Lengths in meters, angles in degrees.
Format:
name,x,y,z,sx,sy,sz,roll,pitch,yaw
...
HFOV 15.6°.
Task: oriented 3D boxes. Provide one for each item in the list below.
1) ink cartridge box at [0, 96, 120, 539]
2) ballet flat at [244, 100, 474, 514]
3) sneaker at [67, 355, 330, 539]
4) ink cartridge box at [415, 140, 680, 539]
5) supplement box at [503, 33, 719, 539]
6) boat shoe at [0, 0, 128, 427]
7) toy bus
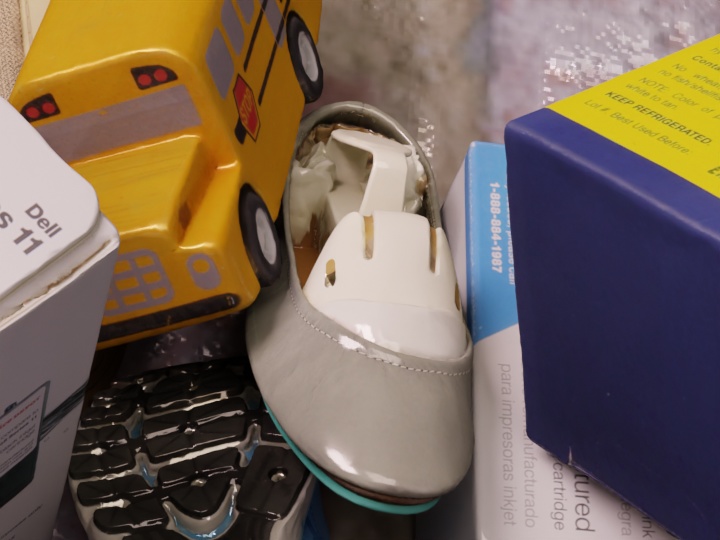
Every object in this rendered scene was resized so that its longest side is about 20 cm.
name,x,y,z,sx,sy,sz,roll,pitch,yaw
ink cartridge box,-0.152,0.011,0.726,0.147,0.200,0.083,44,60,15
ballet flat,0.000,0.000,0.796,0.067,0.064,0.200,13,22,-12
sneaker,-0.042,0.105,0.774,0.078,0.090,0.200,-7,41,0
ink cartridge box,0.123,0.049,0.838,0.200,0.084,0.145,6,58,-10
supplement box,0.154,-0.010,0.744,0.200,0.110,0.109,-23,34,-25
boat shoe,-0.117,-0.035,0.851,0.072,0.072,0.200,-12,60,15
toy bus,-0.058,-0.061,0.818,0.065,0.078,0.200,-13,31,16
